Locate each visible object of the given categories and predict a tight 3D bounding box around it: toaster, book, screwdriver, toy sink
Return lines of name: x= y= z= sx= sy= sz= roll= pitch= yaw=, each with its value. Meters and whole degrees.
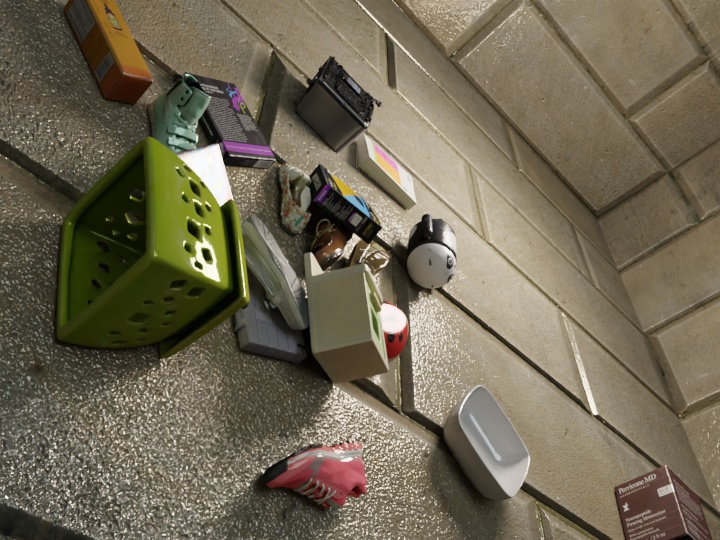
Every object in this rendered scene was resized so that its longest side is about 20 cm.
toaster: x=-0.055 y=-0.420 z=1.632 sx=0.200 sy=0.118 sz=0.182 roll=41 pitch=32 yaw=-20
book: x=0.072 y=-0.270 z=1.736 sx=0.199 sy=0.048 sz=0.135 roll=37 pitch=31 yaw=-30
screwdriver: x=-0.113 y=0.053 z=1.144 sx=0.029 sy=0.028 sz=0.202 roll=-14 pitch=66 yaw=-28
toy sink: x=-0.021 y=0.070 z=1.109 sx=0.131 sy=0.110 sz=0.202 roll=65 pitch=14 yaw=-54

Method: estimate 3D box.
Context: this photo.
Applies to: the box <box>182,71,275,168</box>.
box: x=-0.266 y=-0.298 z=1.283 sx=0.142 sy=0.036 sz=0.202 roll=-7 pitch=67 yaw=-59

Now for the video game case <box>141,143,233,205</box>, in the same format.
video game case: x=-0.273 y=-0.119 z=1.036 sx=0.200 sy=0.017 sz=0.145 roll=-41 pitch=121 yaw=-61

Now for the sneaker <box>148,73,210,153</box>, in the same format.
sneaker: x=-0.300 y=-0.244 z=1.090 sx=0.073 sy=0.118 sz=0.203 roll=13 pitch=50 yaw=-51

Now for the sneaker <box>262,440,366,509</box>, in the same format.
sneaker: x=-0.052 y=0.300 z=0.922 sx=0.199 sy=0.073 sz=0.088 roll=10 pitch=52 yaw=-51

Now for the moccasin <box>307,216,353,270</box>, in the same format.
moccasin: x=-0.066 y=-0.061 z=1.282 sx=0.078 sy=0.073 sz=0.202 roll=45 pitch=29 yaw=-9

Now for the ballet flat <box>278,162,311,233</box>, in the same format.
ballet flat: x=-0.126 y=-0.159 z=1.309 sx=0.075 sy=0.064 sz=0.202 roll=28 pitch=38 yaw=-36

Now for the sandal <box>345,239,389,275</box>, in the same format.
sandal: x=0.000 y=0.000 z=1.339 sx=0.080 sy=0.054 sz=0.201 roll=38 pitch=38 yaw=-8

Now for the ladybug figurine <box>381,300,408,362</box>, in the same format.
ladybug figurine: x=0.031 y=0.112 z=1.243 sx=0.199 sy=0.072 sz=0.137 roll=-7 pitch=64 yaw=-57

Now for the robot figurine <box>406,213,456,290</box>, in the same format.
robot figurine: x=0.176 y=-0.046 z=1.566 sx=0.149 sy=0.125 sz=0.201 roll=34 pitch=33 yaw=-17

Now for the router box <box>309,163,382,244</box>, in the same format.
router box: x=-0.037 y=-0.145 z=1.360 sx=0.148 sy=0.051 sz=0.200 roll=37 pitch=11 yaw=-19

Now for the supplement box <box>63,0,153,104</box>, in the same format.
supplement box: x=-0.435 y=-0.389 z=1.103 sx=0.066 sy=0.068 sz=0.202 roll=-5 pitch=65 yaw=-57

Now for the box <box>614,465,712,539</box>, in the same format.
box: x=0.795 y=0.663 z=1.676 sx=0.164 sy=0.165 sz=0.201 roll=40 pitch=31 yaw=-20

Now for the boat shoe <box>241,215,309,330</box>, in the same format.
boat shoe: x=-0.148 y=0.011 z=1.047 sx=0.204 sy=0.064 sz=0.074 roll=60 pitch=10 yaw=-1

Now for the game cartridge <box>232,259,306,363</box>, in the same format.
game cartridge: x=-0.161 y=0.051 z=1.070 sx=0.129 sy=0.038 sz=0.202 roll=18 pitch=45 yaw=-41

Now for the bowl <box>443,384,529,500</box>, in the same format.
bowl: x=0.249 y=0.353 z=1.303 sx=0.201 sy=0.074 sz=0.199 roll=57 pitch=30 yaw=5

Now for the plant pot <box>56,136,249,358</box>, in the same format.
plant pot: x=-0.259 y=-0.012 z=0.835 sx=0.181 sy=0.198 sz=0.202 roll=30 pitch=36 yaw=-45
